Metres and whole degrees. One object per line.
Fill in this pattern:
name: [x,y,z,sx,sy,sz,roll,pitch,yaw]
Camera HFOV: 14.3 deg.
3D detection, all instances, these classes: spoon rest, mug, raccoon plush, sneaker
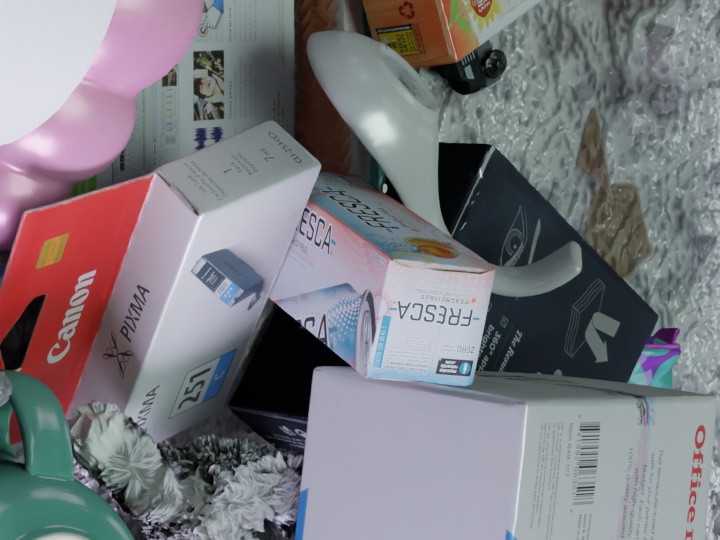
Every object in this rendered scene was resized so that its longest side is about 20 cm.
spoon rest: [0.037,-0.057,1.609,0.200,0.061,0.099,45,17,-12]
mug: [-0.187,0.158,1.443,0.152,0.114,0.185,-28,106,-36]
raccoon plush: [-0.103,0.118,1.588,0.097,0.134,0.200,-51,118,-20]
sneaker: [0.001,-0.100,1.688,0.080,0.071,0.200,3,86,-44]

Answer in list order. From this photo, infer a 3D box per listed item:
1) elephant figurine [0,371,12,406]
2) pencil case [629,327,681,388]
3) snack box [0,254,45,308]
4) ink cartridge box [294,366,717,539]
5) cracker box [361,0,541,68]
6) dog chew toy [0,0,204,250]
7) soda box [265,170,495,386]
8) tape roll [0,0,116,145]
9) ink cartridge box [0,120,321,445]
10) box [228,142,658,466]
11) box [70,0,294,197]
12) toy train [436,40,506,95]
elephant figurine: [-0.298,0.034,1.366,0.200,0.141,0.155,55,19,-4]
pencil case: [0.165,0.137,1.883,0.092,0.085,0.200,0,95,-30]
snack box: [-0.180,0.006,1.520,0.200,0.072,0.024,-21,85,-42]
ink cartridge box: [0.082,0.132,1.573,0.200,0.145,0.147,4,92,-52]
cracker box: [0.062,-0.213,1.692,0.200,0.058,0.134,-38,117,-52]
dog chew toy: [-0.161,-0.100,1.464,0.125,0.125,0.200,18,99,-45]
soda box: [0.000,0.000,1.543,0.064,0.200,0.068,5,103,-23]
tape roll: [-0.203,-0.162,1.385,0.071,0.202,0.203,6,91,-45]
ink cartridge box: [-0.122,0.027,1.527,0.176,0.045,0.200,-24,149,-41]
box: [0.054,0.055,1.735,0.200,0.117,0.197,43,65,-39]
box: [-0.117,-0.104,1.600,0.200,0.036,0.144,-7,99,-46]
toy train: [0.040,-0.196,1.751,0.046,0.034,0.200,-34,118,-26]
